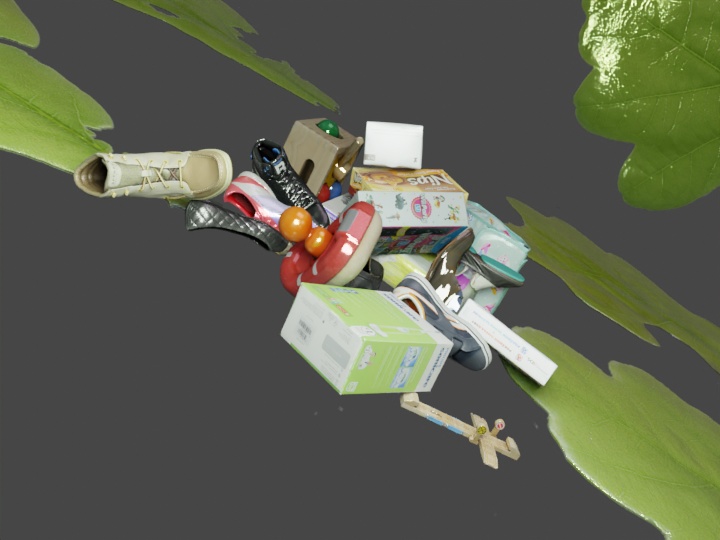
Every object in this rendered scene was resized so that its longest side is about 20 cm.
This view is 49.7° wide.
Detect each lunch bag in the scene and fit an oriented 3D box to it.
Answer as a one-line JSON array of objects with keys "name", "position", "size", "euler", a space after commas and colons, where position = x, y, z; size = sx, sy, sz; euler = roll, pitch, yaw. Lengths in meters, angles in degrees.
[{"name": "lunch bag", "position": [0.234, -0.026, 1.573], "size": [0.120, 0.173, 0.200], "euler": [9, 27, -47]}]

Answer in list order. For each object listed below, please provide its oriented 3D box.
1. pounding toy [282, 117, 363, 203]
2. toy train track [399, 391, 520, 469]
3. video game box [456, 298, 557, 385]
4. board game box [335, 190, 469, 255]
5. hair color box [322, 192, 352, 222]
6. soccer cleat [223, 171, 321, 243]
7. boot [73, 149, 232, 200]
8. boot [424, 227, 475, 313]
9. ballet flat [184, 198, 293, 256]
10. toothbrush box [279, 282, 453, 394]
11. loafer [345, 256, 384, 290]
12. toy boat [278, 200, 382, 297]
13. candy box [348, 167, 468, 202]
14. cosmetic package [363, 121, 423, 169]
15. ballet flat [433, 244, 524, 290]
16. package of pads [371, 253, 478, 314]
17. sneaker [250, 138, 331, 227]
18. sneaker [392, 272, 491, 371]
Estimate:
[{"name": "pounding toy", "position": [-0.068, -0.204, 1.493], "size": [0.141, 0.203, 0.184], "euler": [32, 20, 9]}, {"name": "toy train track", "position": [0.148, 0.215, 1.109], "size": [0.197, 0.033, 0.115], "euler": [26, 21, -13]}, {"name": "video game box", "position": [0.255, 0.129, 1.352], "size": [0.181, 0.047, 0.200], "euler": [36, 0, 15]}, {"name": "board game box", "position": [0.066, -0.079, 1.337], "size": [0.195, 0.147, 0.066], "euler": [-3, 74, -20]}, {"name": "hair color box", "position": [-0.016, -0.089, 1.514], "size": [0.108, 0.066, 0.200], "euler": [35, 22, 7]}, {"name": "soccer cleat", "position": [-0.148, -0.088, 1.343], "size": [0.199, 0.069, 0.073], "euler": [38, 45, 3]}, {"name": "boot", "position": [-0.296, -0.137, 1.115], "size": [0.196, 0.074, 0.153], "euler": [0, 4, 34]}, {"name": "boot", "position": [0.154, 0.024, 1.358], "size": [0.097, 0.200, 0.075], "euler": [42, -8, 6]}, {"name": "ballet flat", "position": [-0.192, -0.059, 1.236], "size": [0.197, 0.058, 0.066], "euler": [23, -14, -32]}, {"name": "toothbrush box", "position": [0.011, 0.095, 1.085], "size": [0.198, 0.088, 0.145], "euler": [6, 25, -48]}, {"name": "loafer", "position": [0.000, 0.000, 1.321], "size": [0.072, 0.073, 0.199], "euler": [34, 19, 12]}, {"name": "toy boat", "position": [-0.066, -0.043, 1.149], "size": [0.130, 0.199, 0.132], "euler": [37, 55, -14]}, {"name": "candy box", "position": [0.089, -0.145, 1.454], "size": [0.195, 0.056, 0.116], "euler": [-1, 30, -24]}, {"name": "cosmetic package", "position": [0.060, -0.240, 1.499], "size": [0.110, 0.083, 0.200], "euler": [4, 7, -2]}, {"name": "ballet flat", "position": [0.212, -0.011, 1.463], "size": [0.198, 0.069, 0.068], "euler": [34, 18, 0]}, {"name": "package of pads", "position": [0.117, 0.011, 1.473], "size": [0.198, 0.069, 0.154], "euler": [36, 20, 12]}, {"name": "sneaker", "position": [-0.131, -0.149, 1.375], "size": [0.200, 0.073, 0.112], "euler": [46, -15, 16]}, {"name": "sneaker", "position": [0.124, 0.101, 1.270], "size": [0.200, 0.079, 0.079], "euler": [45, 49, 4]}]
